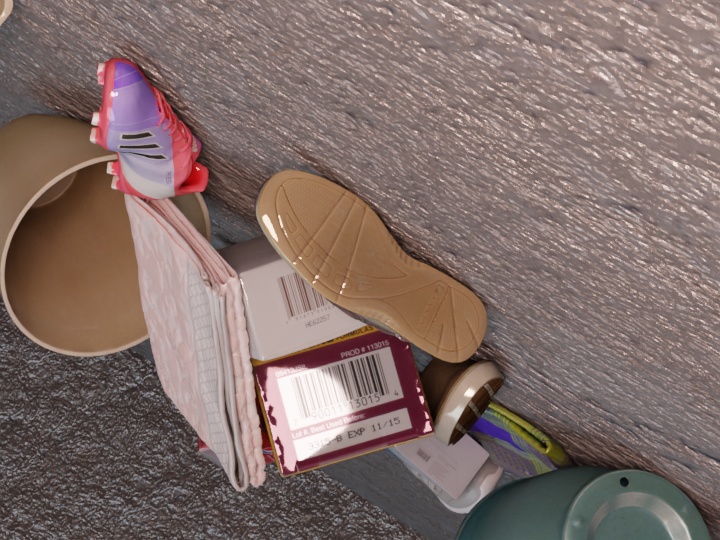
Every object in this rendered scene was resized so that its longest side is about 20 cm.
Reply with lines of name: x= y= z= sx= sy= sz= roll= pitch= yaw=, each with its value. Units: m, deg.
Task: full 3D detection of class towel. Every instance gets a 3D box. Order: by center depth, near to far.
towel: x=-0.134 y=0.051 z=1.263 sx=0.191 sy=0.032 sz=0.201 roll=43 pitch=145 yaw=51
towel: x=0.152 y=0.171 z=1.512 sx=0.143 sy=0.023 sz=0.200 roll=28 pitch=168 yaw=30

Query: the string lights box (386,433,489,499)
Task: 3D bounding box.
string lights box: x=0.031 y=0.148 z=1.603 sx=0.103 sy=0.059 sz=0.200 roll=43 pitch=173 yaw=-33

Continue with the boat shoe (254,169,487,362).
boat shoe: x=0.000 y=0.000 z=1.107 sx=0.199 sy=0.072 sz=0.065 roll=33 pitch=165 yaw=-25

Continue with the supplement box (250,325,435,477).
supplement box: x=-0.019 y=0.104 z=1.319 sx=0.200 sy=0.130 sz=0.104 roll=114 pitch=139 yaw=-86

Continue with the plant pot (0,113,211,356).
plant pot: x=-0.257 y=-0.056 z=1.385 sx=0.187 sy=0.187 sz=0.200 roll=44 pitch=179 yaw=-43

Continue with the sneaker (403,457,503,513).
sneaker: x=0.080 y=0.204 z=1.718 sx=0.082 sy=0.075 sz=0.200 roll=37 pitch=169 yaw=-27

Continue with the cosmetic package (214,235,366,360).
cosmetic package: x=-0.075 y=0.018 z=1.269 sx=0.200 sy=0.101 sz=0.075 roll=3 pitch=109 yaw=69

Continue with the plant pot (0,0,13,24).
plant pot: x=-0.406 y=-0.197 z=1.161 sx=0.200 sy=0.200 sz=0.177 roll=40 pitch=178 yaw=-29

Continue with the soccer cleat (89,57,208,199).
soccer cleat: x=-0.154 y=-0.103 z=1.167 sx=0.076 sy=0.067 sz=0.200 roll=4 pitch=163 yaw=-2

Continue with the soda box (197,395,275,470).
soda box: x=-0.114 y=0.085 z=1.484 sx=0.070 sy=0.201 sz=0.063 roll=-20 pitch=144 yaw=18

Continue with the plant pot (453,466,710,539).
plant pot: x=0.197 y=0.255 z=1.338 sx=0.199 sy=0.201 sz=0.188 roll=34 pitch=155 yaw=-3

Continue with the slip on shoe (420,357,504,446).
slip on shoe: x=0.076 y=0.102 z=1.332 sx=0.061 sy=0.076 sz=0.200 roll=42 pitch=176 yaw=9
